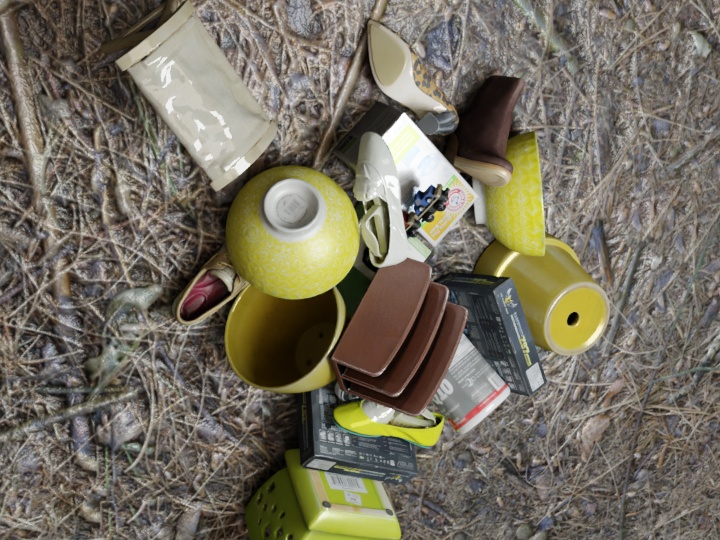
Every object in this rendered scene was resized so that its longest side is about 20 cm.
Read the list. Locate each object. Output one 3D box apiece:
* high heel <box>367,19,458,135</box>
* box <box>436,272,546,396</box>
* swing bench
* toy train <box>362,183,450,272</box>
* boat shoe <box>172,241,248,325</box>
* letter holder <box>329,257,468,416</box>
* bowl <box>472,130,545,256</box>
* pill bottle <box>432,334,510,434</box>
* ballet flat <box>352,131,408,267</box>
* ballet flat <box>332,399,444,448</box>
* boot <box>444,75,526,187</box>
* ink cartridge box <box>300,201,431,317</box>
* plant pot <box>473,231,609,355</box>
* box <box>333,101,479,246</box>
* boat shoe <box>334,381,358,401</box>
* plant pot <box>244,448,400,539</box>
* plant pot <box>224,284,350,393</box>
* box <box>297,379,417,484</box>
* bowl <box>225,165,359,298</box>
[{"bbox_3d":[0.080,-0.294,1.318,0.071,0.142,0.201,-31,88,22],"label":"high heel"},{"bbox_3d":[0.216,0.105,1.435,0.051,0.157,0.201,-30,108,-29],"label":"box"},{"bbox_3d":[-0.217,-0.238,1.114,0.129,0.200,0.199,-38,119,-6],"label":"swing bench"},{"bbox_3d":[0.065,-0.066,1.290,0.046,0.034,0.200,36,129,-12],"label":"toy train"},{"bbox_3d":[-0.202,0.010,1.282,0.074,0.066,0.200,42,89,-11],"label":"boat shoe"},{"bbox_3d":[0.066,0.095,1.264,0.201,0.141,0.101,-61,156,-27],"label":"letter holder"},{"bbox_3d":[0.237,-0.119,1.385,0.107,0.200,0.202,-5,114,9],"label":"bowl"},{"bbox_3d":[0.144,0.160,1.422,0.114,0.114,0.200,-39,81,-5],"label":"pill bottle"},{"bbox_3d":[0.024,-0.095,1.223,0.069,0.069,0.202,-19,113,-16],"label":"ballet flat"},{"bbox_3d":[0.051,0.234,1.374,0.199,0.067,0.067,19,119,-27],"label":"ballet flat"},{"bbox_3d":[0.204,-0.221,1.304,0.072,0.200,0.167,28,94,-24],"label":"boot"},{"bbox_3d":[0.000,0.000,1.386,0.145,0.048,0.200,40,88,-30],"label":"ink cartridge box"},{"bbox_3d":[0.316,0.049,1.460,0.199,0.189,0.203,-8,112,-20],"label":"plant pot"},{"bbox_3d":[0.073,-0.149,1.329,0.113,0.101,0.200,-47,120,0],"label":"box"},{"bbox_3d":[0.050,0.156,1.351,0.199,0.068,0.074,-34,146,4],"label":"boat shoe"},{"bbox_3d":[-0.057,0.414,1.409,0.199,0.199,0.182,15,115,-27],"label":"plant pot"},{"bbox_3d":[-0.089,0.105,1.323,0.200,0.200,0.142,-49,145,0],"label":"plant pot"},{"bbox_3d":[-0.006,0.258,1.412,0.199,0.159,0.051,17,138,-28],"label":"box"},{"bbox_3d":[-0.096,-0.071,1.215,0.198,0.108,0.202,2,70,-4],"label":"bowl"}]
